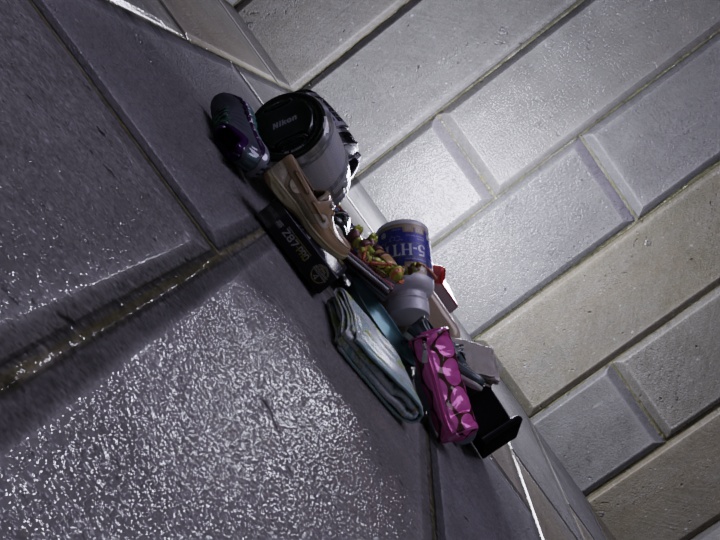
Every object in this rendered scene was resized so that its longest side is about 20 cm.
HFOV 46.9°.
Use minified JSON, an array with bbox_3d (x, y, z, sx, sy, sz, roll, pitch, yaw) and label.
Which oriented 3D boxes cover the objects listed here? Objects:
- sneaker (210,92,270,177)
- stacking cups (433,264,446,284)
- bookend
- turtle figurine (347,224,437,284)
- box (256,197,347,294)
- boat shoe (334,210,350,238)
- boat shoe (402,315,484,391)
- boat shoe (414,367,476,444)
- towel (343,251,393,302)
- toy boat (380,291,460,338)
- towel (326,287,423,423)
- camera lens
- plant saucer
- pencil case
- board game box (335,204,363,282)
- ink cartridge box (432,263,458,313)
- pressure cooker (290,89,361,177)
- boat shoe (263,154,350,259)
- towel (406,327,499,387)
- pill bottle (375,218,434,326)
[{"bbox_3d":[-0.222,-0.249,1.412,0.087,0.074,0.201,26,25,-52],"label":"sneaker"},{"bbox_3d":[0.092,-0.009,1.856,0.060,0.197,0.061,7,90,-71],"label":"stacking cups"},{"bbox_3d":[0.242,0.272,1.743,0.201,0.091,0.199,57,-6,22],"label":"bookend"},{"bbox_3d":[0.047,-0.019,1.627,0.198,0.065,0.161,10,25,-40],"label":"turtle figurine"},{"bbox_3d":[-0.093,-0.046,1.395,0.162,0.049,0.200,51,6,-1],"label":"box"},{"bbox_3d":[-0.051,-0.087,1.562,0.071,0.068,0.200,28,-5,1],"label":"boat shoe"},{"bbox_3d":[0.165,0.154,1.573,0.199,0.062,0.073,36,-7,38],"label":"boat shoe"},{"bbox_3d":[0.159,0.240,1.603,0.203,0.074,0.086,54,7,-25],"label":"boat shoe"},{"bbox_3d":[0.000,0.000,1.579,0.144,0.023,0.200,39,-7,3],"label":"towel"},{"bbox_3d":[0.122,0.121,1.823,0.201,0.130,0.131,56,-22,12],"label":"toy boat"},{"bbox_3d":[0.022,0.133,1.324,0.201,0.048,0.172,52,9,-24],"label":"towel"},{"bbox_3d":[-0.109,-0.212,1.516,0.161,0.159,0.200,58,-2,30],"label":"camera lens"},{"bbox_3d":[0.032,0.104,1.555,0.201,0.036,0.200,53,7,-9],"label":"plant saucer"},{"bbox_3d":[0.144,0.205,1.470,0.094,0.090,0.203,39,32,-79],"label":"pencil case"},{"bbox_3d":[-0.036,-0.061,1.762,0.201,0.061,0.200,56,7,5],"label":"board game box"},{"bbox_3d":[0.130,0.047,1.992,0.146,0.144,0.200,53,8,-9],"label":"ink cartridge box"},{"bbox_3d":[-0.100,-0.253,1.731,0.201,0.175,0.179,52,3,13],"label":"pressure cooker"},{"bbox_3d":[-0.070,-0.098,1.332,0.200,0.064,0.071,48,8,-31],"label":"boat shoe"},{"bbox_3d":[0.185,0.175,1.687,0.197,0.035,0.133,17,23,-2],"label":"towel"},{"bbox_3d":[0.093,0.007,1.733,0.120,0.118,0.203,43,38,-54],"label":"pill bottle"}]
